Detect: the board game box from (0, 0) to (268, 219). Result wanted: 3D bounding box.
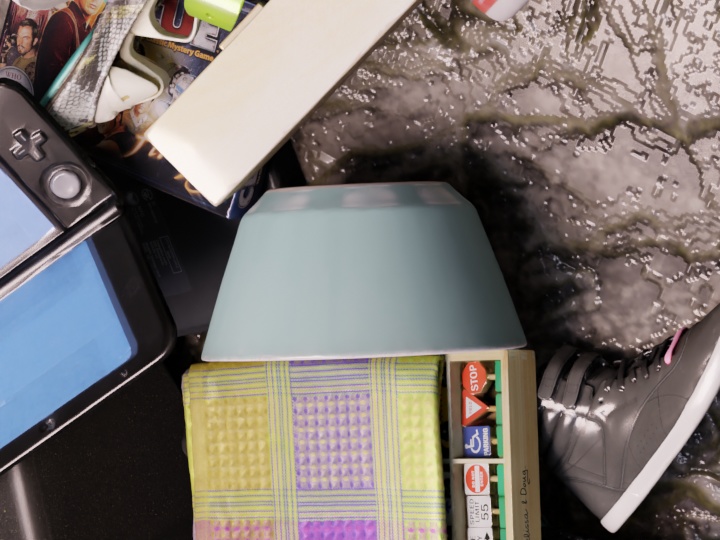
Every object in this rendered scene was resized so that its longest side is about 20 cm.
[{"bbox_3d":[-0.140,-0.131,1.719,0.200,0.035,0.136,22,104,24],"label":"board game box"}]

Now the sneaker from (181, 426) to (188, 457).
[{"bbox_3d":[-0.030,0.144,1.785,0.200,0.079,0.075,29,123,15],"label":"sneaker"}]

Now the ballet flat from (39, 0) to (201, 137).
[{"bbox_3d":[-0.140,-0.146,1.664,0.072,0.072,0.200,35,110,12],"label":"ballet flat"}]

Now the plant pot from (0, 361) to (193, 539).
[{"bbox_3d":[-0.227,0.118,1.801,0.199,0.200,0.178,6,115,35],"label":"plant pot"}]

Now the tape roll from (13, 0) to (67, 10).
[{"bbox_3d":[-0.169,-0.255,1.604,0.071,0.202,0.202,37,126,10],"label":"tape roll"}]

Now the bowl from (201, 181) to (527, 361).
[{"bbox_3d":[0.000,0.000,1.648,0.201,0.201,0.105,-2,91,31],"label":"bowl"}]

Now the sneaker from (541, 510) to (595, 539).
[{"bbox_3d":[0.114,0.182,1.695,0.121,0.084,0.200,49,152,3],"label":"sneaker"}]

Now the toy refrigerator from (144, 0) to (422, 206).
[{"bbox_3d":[-0.037,-0.136,1.614,0.070,0.076,0.200,45,104,-1],"label":"toy refrigerator"}]

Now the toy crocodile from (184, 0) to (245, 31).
[{"bbox_3d":[-0.064,-0.243,1.603,0.067,0.062,0.200,9,86,4],"label":"toy crocodile"}]

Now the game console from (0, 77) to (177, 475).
[{"bbox_3d":[-0.239,0.014,1.650,0.200,0.116,0.176,-35,115,14],"label":"game console"}]

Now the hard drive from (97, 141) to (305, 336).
[{"bbox_3d":[-0.120,-0.027,1.786,0.200,0.033,0.140,-12,105,34],"label":"hard drive"}]

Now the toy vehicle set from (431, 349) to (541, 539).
[{"bbox_3d":[0.058,0.150,1.676,0.124,0.027,0.200,-6,85,45],"label":"toy vehicle set"}]

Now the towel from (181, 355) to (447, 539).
[{"bbox_3d":[-0.031,0.124,1.706,0.200,0.023,0.144,-6,85,32],"label":"towel"}]

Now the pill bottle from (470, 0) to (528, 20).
[{"bbox_3d":[0.046,-0.247,1.522,0.200,0.116,0.116,43,127,-2],"label":"pill bottle"}]

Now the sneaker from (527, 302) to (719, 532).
[{"bbox_3d":[0.163,0.068,1.639,0.099,0.071,0.200,35,129,6],"label":"sneaker"}]
